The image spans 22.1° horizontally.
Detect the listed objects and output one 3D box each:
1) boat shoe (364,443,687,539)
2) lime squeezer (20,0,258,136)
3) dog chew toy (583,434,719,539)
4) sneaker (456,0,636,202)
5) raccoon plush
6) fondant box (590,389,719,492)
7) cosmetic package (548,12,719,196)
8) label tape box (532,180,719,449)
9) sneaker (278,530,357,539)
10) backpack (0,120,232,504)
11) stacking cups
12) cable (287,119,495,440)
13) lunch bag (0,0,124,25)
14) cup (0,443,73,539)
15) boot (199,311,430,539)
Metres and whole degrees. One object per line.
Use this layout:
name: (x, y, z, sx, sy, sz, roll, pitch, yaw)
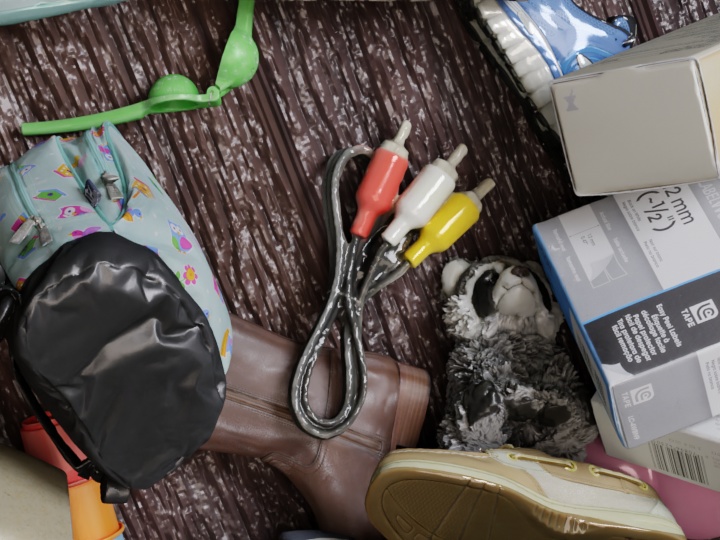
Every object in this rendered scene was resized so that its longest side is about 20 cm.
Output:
boat shoe: (0.094, 0.140, 1.082, 0.199, 0.066, 0.074, 17, 121, -16)
lime squeezer: (-0.108, -0.125, 1.105, 0.200, 0.038, 0.071, -42, 103, -3)
dog chew toy: (0.223, 0.114, 1.167, 0.199, 0.125, 0.125, -8, 99, -2)
sneaker: (0.146, -0.113, 1.137, 0.089, 0.079, 0.200, -34, 103, -3)
raccoon plush: (0.069, 0.082, 1.164, 0.096, 0.134, 0.200, 16, 127, -28)
fondant box: (0.249, 0.041, 1.107, 0.200, 0.144, 0.058, -54, 143, -28)
cosmetic package: (0.211, -0.107, 1.088, 0.200, 0.105, 0.071, -25, 105, -45)
label tape box: (0.217, 0.002, 1.069, 0.199, 0.144, 0.066, -23, 133, 3)
sneaker: (0.035, 0.196, 1.089, 0.199, 0.075, 0.081, 1, 91, -27)
backpack: (-0.149, 0.008, 1.036, 0.126, 0.200, 0.167, -25, 126, -7)
stacking cups: (-0.161, 0.182, 1.131, 0.060, 0.060, 0.201, -13, 96, -9)
cable: (0.000, 0.000, 1.115, 0.097, 0.050, 0.200, 33, 70, -11)
lunch bag: (-0.206, -0.235, 1.029, 0.170, 0.122, 0.201, -11, 94, -11)
cup: (-0.232, 0.172, 1.035, 0.143, 0.200, 0.201, -6, 99, -10)
boot: (-0.072, 0.119, 1.131, 0.199, 0.064, 0.187, 16, 81, -16)
